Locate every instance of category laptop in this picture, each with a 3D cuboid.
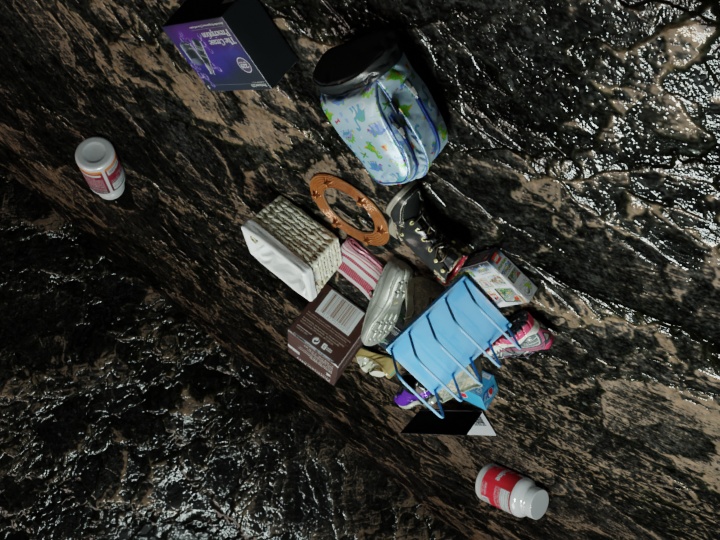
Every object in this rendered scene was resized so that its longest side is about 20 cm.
[{"bbox_3d":[0.236,0.430,2.075,0.185,0.117,0.201,-4,139,30],"label":"laptop"}]

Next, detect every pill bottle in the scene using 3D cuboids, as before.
[{"bbox_3d":[0.437,0.640,2.266,0.198,0.113,0.113,12,148,49],"label":"pill bottle"},{"bbox_3d":[-0.752,-0.291,2.291,0.112,0.113,0.201,33,158,10],"label":"pill bottle"}]

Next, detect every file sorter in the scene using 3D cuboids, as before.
[{"bbox_3d":[0.166,0.140,1.400,0.139,0.200,0.123,43,-168,-18],"label":"file sorter"}]

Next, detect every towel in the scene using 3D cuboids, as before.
[{"bbox_3d":[0.000,0.000,1.785,0.144,0.023,0.200,40,160,-3],"label":"towel"}]

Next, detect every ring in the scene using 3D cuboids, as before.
[{"bbox_3d":[-0.026,-0.117,1.589,0.199,0.019,0.201,32,159,14],"label":"ring"}]

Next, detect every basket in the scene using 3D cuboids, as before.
[{"bbox_3d":[-0.148,-0.054,1.751,0.199,0.124,0.136,36,160,20],"label":"basket"}]

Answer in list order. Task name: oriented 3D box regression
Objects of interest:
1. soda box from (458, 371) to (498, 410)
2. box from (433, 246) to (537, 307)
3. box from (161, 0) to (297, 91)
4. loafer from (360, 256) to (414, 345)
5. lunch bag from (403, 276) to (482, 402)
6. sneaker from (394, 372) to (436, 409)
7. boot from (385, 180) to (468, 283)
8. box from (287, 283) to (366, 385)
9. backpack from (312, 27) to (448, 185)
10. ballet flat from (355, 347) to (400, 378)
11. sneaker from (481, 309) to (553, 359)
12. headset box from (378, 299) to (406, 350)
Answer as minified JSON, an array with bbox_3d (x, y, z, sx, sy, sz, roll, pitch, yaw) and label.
[{"bbox_3d":[0.227,0.254,1.878,0.198,0.064,0.068,23,155,36],"label":"soda box"},{"bbox_3d":[0.224,0.021,1.439,0.110,0.035,0.199,43,159,-12],"label":"box"},{"bbox_3d":[-0.216,-0.373,1.290,0.198,0.079,0.141,13,151,49],"label":"box"},{"bbox_3d":[0.049,0.066,1.652,0.069,0.202,0.070,8,-153,-41],"label":"loafer"},{"bbox_3d":[0.154,0.123,1.552,0.116,0.165,0.201,-27,116,21],"label":"lunch bag"},{"bbox_3d":[0.138,0.324,2.177,0.100,0.070,0.199,48,153,-11],"label":"sneaker"},{"bbox_3d":[0.116,-0.064,1.353,0.151,0.073,0.200,45,165,14],"label":"boot"},{"bbox_3d":[-0.083,0.170,2.072,0.165,0.165,0.201,34,159,8],"label":"box"},{"bbox_3d":[0.037,-0.222,1.125,0.162,0.156,0.199,2,153,47],"label":"backpack"},{"bbox_3d":[0.032,0.260,2.215,0.069,0.063,0.199,49,157,-28],"label":"ballet flat"},{"bbox_3d":[0.294,0.140,1.508,0.074,0.081,0.200,32,162,-6],"label":"sneaker"},{"bbox_3d":[0.122,0.150,1.794,0.173,0.093,0.200,38,160,-2],"label":"headset box"}]
